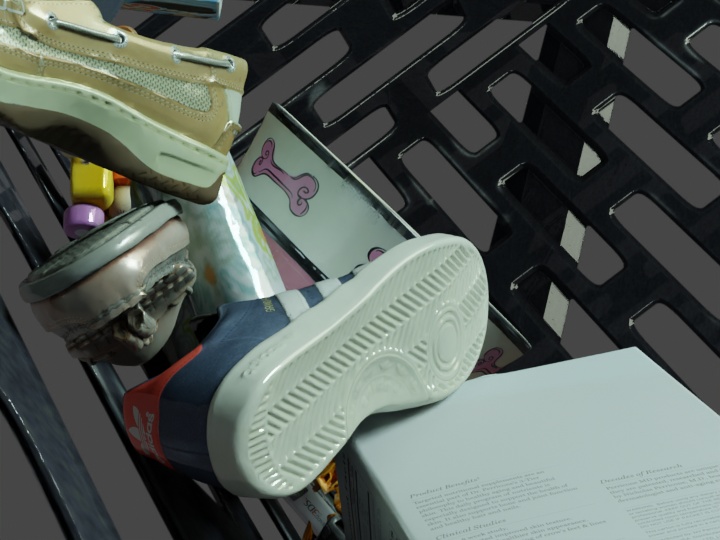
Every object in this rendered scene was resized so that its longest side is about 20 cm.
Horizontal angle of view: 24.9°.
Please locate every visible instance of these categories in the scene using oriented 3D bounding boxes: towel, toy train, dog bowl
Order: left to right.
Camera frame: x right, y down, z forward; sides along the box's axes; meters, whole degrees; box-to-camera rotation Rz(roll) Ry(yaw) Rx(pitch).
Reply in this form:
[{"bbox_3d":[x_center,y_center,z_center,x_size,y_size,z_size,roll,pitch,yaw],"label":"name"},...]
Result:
[{"bbox_3d":[-0.141,-0.094,0.944,0.200,0.055,0.151,-133,-138,-87],"label":"toy train"},{"bbox_3d":[-0.071,0.019,0.816,0.200,0.048,0.172,130,-63,-76],"label":"towel"},{"bbox_3d":[0.000,0.000,0.915,0.200,0.074,0.200,43,2,-2],"label":"dog bowl"}]

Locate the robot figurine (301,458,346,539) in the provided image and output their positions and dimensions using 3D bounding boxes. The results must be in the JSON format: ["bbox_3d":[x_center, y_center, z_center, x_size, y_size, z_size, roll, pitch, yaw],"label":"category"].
[{"bbox_3d":[0.020,0.119,0.860,0.058,0.145,0.200,46,-13,17],"label":"robot figurine"}]

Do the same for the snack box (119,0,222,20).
[{"bbox_3d":[-0.182,-0.184,0.989,0.116,0.199,0.037,-138,-126,-84],"label":"snack box"}]

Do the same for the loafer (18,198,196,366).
[{"bbox_3d":[-0.096,0.010,0.684,0.063,0.072,0.200,61,-5,-7],"label":"loafer"}]

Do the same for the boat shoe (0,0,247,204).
[{"bbox_3d":[-0.123,-0.090,0.601,0.072,0.076,0.200,21,-1,43],"label":"boat shoe"}]

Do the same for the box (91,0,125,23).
[{"bbox_3d":[-0.170,-0.203,0.677,0.104,0.183,0.200,-8,-47,35],"label":"box"}]

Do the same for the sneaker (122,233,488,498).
[{"bbox_3d":[-0.020,0.031,0.689,0.084,0.200,0.075,3,-73,35],"label":"sneaker"}]

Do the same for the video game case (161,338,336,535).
[{"bbox_3d":[-0.093,0.063,1.041,0.182,0.023,0.200,54,-2,-37],"label":"video game case"}]

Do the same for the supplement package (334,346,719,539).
[{"bbox_3d":[0.088,0.146,0.668,0.200,0.151,0.151,-130,-148,-68],"label":"supplement package"}]
